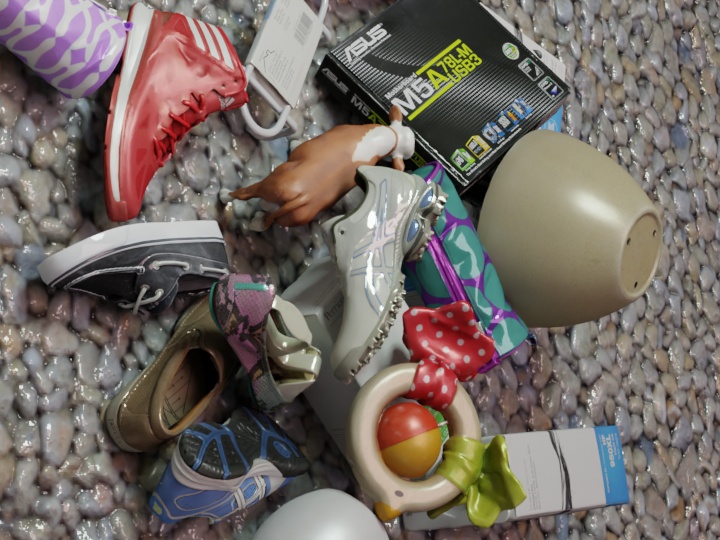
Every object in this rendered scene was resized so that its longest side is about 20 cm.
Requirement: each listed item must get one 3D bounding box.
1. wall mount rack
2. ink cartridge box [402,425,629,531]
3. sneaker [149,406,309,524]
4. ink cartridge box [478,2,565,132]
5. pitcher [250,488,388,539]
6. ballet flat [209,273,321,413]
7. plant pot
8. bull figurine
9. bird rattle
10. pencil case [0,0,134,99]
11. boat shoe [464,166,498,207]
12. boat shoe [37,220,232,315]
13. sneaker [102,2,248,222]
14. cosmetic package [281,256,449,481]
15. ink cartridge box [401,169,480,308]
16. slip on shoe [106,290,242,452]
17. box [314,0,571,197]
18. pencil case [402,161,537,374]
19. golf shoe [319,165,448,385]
[{"bbox_3d":[-0.108,-0.221,1.491,0.174,0.074,0.202,45,51,-36],"label":"wall mount rack"},{"bbox_3d":[0.153,0.208,1.617,0.199,0.144,0.085,2,77,-48],"label":"ink cartridge box"},{"bbox_3d":[-0.114,0.171,1.393,0.076,0.077,0.199,46,18,22],"label":"sneaker"},{"bbox_3d":[0.138,-0.209,1.761,0.199,0.067,0.117,26,62,-41],"label":"ink cartridge box"},{"bbox_3d":[-0.056,0.305,1.397,0.200,0.120,0.173,-47,136,-32],"label":"pitcher"},{"bbox_3d":[-0.073,0.067,1.390,0.201,0.070,0.070,71,22,-56],"label":"ballet flat"},{"bbox_3d":[0.222,-0.030,1.612,0.199,0.133,0.203,-25,122,-47],"label":"plant pot"},{"bbox_3d":[-0.036,-0.092,1.497,0.199,0.121,0.066,-33,105,-47],"label":"bull figurine"},{"bbox_3d":[0.062,0.135,1.426,0.162,0.112,0.202,-20,98,-27],"label":"bird rattle"},{"bbox_3d":[-0.272,-0.223,1.292,0.086,0.084,0.200,-51,126,-2],"label":"pencil case"},{"bbox_3d":[0.107,-0.113,1.700,0.199,0.072,0.063,27,61,-43],"label":"boat shoe"},{"bbox_3d":[-0.181,0.004,1.347,0.199,0.071,0.068,-8,73,-56],"label":"boat shoe"},{"bbox_3d":[-0.154,-0.132,1.372,0.114,0.078,0.203,7,72,-5],"label":"sneaker"},{"bbox_3d":[0.006,0.093,1.516,0.108,0.084,0.201,-50,118,-38],"label":"cosmetic package"},{"bbox_3d":[0.090,-0.006,1.658,0.199,0.066,0.117,32,60,-39],"label":"ink cartridge box"},{"bbox_3d":[-0.139,0.080,1.385,0.200,0.060,0.077,-45,114,-44],"label":"slip on shoe"},{"bbox_3d":[0.086,-0.189,1.631,0.193,0.048,0.200,46,54,6],"label":"box"},{"bbox_3d":[0.086,0.001,1.535,0.201,0.084,0.092,61,7,-12],"label":"pencil case"},{"bbox_3d":[0.000,0.000,1.425,0.096,0.078,0.202,24,69,-1],"label":"golf shoe"}]
